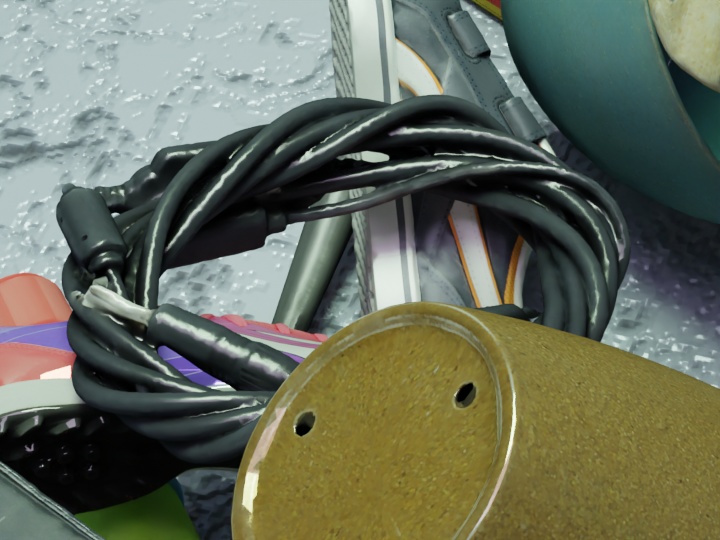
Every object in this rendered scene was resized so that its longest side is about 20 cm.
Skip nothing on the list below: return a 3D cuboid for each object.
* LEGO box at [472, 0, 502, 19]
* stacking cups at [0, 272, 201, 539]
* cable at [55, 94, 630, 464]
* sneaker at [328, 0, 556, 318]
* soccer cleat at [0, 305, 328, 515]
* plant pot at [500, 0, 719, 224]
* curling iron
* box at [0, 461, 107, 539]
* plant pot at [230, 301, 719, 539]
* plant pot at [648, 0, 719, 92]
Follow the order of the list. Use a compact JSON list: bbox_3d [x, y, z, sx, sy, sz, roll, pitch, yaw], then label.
[{"bbox_3d":[0.062,-0.211,1.004,0.149,0.077,0.200,-38,54,-19],"label":"LEGO box"},{"bbox_3d":[-0.099,0.081,0.816,0.060,0.061,0.200,-26,47,-11],"label":"stacking cups"},{"bbox_3d":[0.000,0.000,0.742,0.198,0.051,0.164,-5,35,-12],"label":"cable"},{"bbox_3d":[0.032,-0.049,0.852,0.079,0.078,0.202,-6,82,-5],"label":"sneaker"},{"bbox_3d":[-0.046,0.040,0.779,0.198,0.069,0.073,-3,42,-16],"label":"soccer cleat"},{"bbox_3d":[0.132,-0.109,0.856,0.134,0.201,0.200,-5,40,53],"label":"plant pot"},{"bbox_3d":[0.003,-0.046,0.908,0.025,0.050,0.201,9,59,19],"label":"curling iron"},{"bbox_3d":[-0.064,0.184,0.625,0.197,0.201,0.123,28,60,30],"label":"box"},{"bbox_3d":[0.058,0.098,0.632,0.185,0.200,0.188,-24,47,29],"label":"plant pot"},{"bbox_3d":[0.200,-0.104,0.722,0.182,0.201,0.202,13,45,-24],"label":"plant pot"}]
